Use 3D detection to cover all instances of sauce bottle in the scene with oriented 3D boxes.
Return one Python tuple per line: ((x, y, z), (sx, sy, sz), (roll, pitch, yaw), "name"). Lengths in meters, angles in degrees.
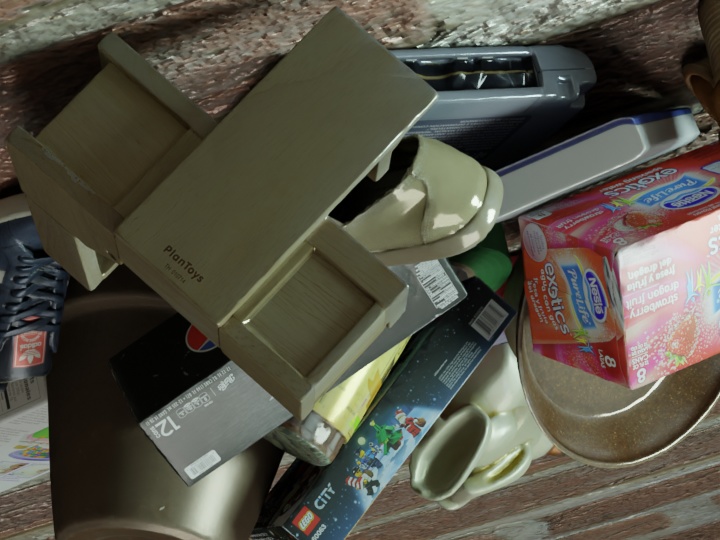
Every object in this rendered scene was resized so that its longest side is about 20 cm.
((0.006, 0.022, 1.422), (0.064, 0.201, 0.065), (31, 166, 8), "sauce bottle")

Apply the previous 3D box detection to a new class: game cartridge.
((0.020, -0.084, 1.336), (0.199, 0.041, 0.133), (-4, 157, -28), "game cartridge")

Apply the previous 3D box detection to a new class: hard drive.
((0.125, -0.061, 1.398), (0.131, 0.026, 0.200), (-23, 179, 18), "hard drive")

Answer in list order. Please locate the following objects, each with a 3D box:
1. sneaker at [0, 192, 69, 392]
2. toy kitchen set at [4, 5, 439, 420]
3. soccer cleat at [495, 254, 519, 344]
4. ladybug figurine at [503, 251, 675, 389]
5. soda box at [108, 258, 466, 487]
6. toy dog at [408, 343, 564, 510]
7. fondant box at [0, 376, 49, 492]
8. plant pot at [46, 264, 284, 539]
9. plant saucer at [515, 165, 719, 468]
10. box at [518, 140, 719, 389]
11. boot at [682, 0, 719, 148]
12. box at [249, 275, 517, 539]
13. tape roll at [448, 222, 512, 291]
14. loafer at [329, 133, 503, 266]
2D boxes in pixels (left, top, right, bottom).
((-0.200, 0.017, 1.394), (0.075, 0.085, 0.200), (-5, 160, -26), "sneaker")
((-0.051, -0.033, 1.226), (0.163, 0.200, 0.181), (-46, 169, -14), "toy kitchen set")
((0.086, 0.032, 1.708), (0.199, 0.067, 0.076), (-10, 169, -3), "soccer cleat")
((0.176, 0.029, 1.630), (0.199, 0.136, 0.072), (-9, 155, -36), "ladybug figurine")
((-0.042, 0.033, 1.350), (0.199, 0.071, 0.063), (-34, 129, 0), "soda box")
((0.099, 0.093, 1.834), (0.194, 0.139, 0.200), (-55, 153, 5), "toy dog")
((-0.256, 0.107, 1.682), (0.199, 0.059, 0.144), (-23, 161, 29), "fondant box")
((-0.122, 0.103, 1.474), (0.199, 0.176, 0.201), (6, 152, 3), "plant pot")
((0.172, 0.028, 1.524), (0.199, 0.202, 0.037), (-1, -167, -35), "plant saucer")
((0.206, -0.010, 1.455), (0.199, 0.096, 0.099), (-21, -156, -30), "box")
((0.245, -0.067, 1.357), (0.076, 0.156, 0.200), (-15, 163, 2), "boot")
((0.009, 0.098, 1.487), (0.200, 0.038, 0.137), (-52, -173, -15), "box")
((0.000, 0.000, 1.561), (0.199, 0.048, 0.201), (-13, 163, -4), "tape roll")
((-0.017, -0.036, 1.291), (0.199, 0.076, 0.068), (-16, 131, 30), "loafer")
